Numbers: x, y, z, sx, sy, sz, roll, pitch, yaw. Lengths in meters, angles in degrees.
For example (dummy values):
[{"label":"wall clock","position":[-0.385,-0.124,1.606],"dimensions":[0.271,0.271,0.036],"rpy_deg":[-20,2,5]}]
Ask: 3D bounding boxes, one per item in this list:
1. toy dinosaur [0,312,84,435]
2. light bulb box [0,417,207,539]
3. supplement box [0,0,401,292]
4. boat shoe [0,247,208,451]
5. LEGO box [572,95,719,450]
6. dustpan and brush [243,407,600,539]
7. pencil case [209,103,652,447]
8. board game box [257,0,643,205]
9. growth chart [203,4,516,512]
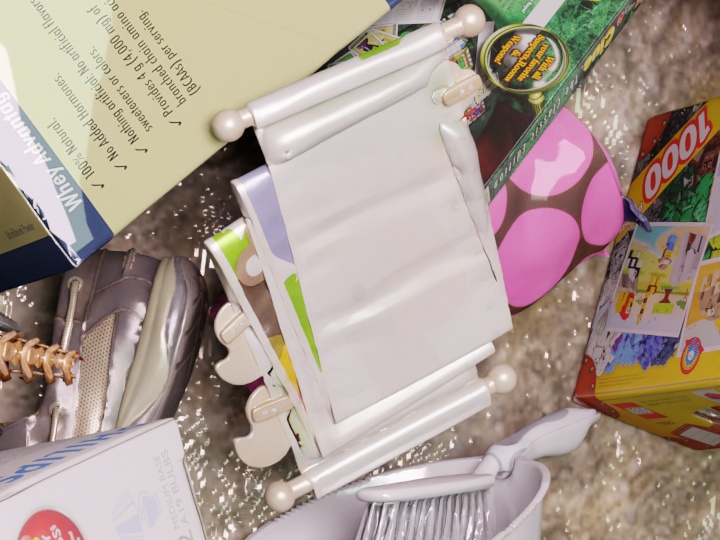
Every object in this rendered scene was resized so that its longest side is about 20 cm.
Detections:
[{"label":"toy dinosaur","position":[-0.208,0.032,1.138],"dimensions":[0.199,0.136,0.103],"rpy_deg":[30,88,25]},{"label":"light bulb box","position":[-0.152,0.177,1.093],"dimensions":[0.125,0.199,0.200],"rpy_deg":[-23,99,-54]},{"label":"supplement box","position":[-0.125,-0.131,1.196],"dimensions":[0.200,0.134,0.200],"rpy_deg":[-40,100,-21]},{"label":"boat shoe","position":[-0.125,0.085,1.218],"dimensions":[0.073,0.075,0.201],"rpy_deg":[17,81,6]},{"label":"LEGO box","position":[0.191,-0.004,1.282],"dimensions":[0.077,0.200,0.150],"rpy_deg":[21,76,-20]},{"label":"dustpan and brush","position":[0.048,0.100,1.270],"dimensions":[0.199,0.139,0.058],"rpy_deg":[-8,94,-49]},{"label":"pencil case","position":[0.030,0.002,1.278],"dimensions":[0.199,0.091,0.094],"rpy_deg":[-32,134,-21]},{"label":"board game box","position":[0.050,-0.103,1.282],"dimensions":[0.104,0.024,0.200],"rpy_deg":[28,59,19]},{"label":"growth chart","position":[0.000,0.000,1.187],"dimensions":[0.144,0.018,0.201],"rpy_deg":[-19,120,-18]}]
